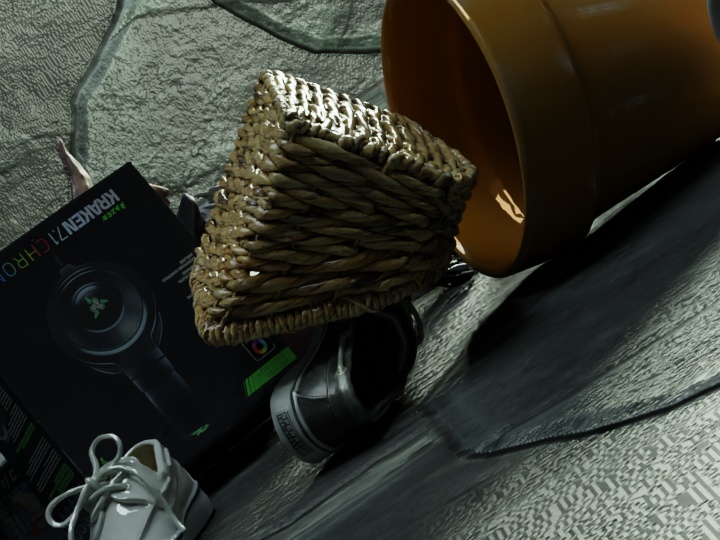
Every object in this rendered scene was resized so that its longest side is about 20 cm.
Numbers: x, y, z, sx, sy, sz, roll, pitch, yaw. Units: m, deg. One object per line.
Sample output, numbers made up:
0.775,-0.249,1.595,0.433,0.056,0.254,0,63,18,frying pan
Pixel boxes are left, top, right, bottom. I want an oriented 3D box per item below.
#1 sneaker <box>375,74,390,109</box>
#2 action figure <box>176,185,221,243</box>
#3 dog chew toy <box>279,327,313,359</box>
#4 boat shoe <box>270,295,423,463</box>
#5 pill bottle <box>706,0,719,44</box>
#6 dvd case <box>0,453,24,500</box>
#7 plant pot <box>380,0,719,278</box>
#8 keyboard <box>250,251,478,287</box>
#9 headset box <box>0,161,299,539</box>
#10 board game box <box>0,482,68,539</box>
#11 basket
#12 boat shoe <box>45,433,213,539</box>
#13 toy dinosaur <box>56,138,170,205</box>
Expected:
0.097,-0.172,1.710,0.200,0.089,0.075,-44,-6,-5,sneaker
-0.023,-0.049,1.706,0.199,0.070,0.130,-19,35,-32,action figure
-0.056,-0.025,1.824,0.124,0.124,0.201,-26,36,45,dog chew toy
0.007,0.048,1.505,0.063,0.071,0.200,-30,16,27,boat shoe
0.317,-0.190,1.513,0.199,0.109,0.109,-36,8,-17,pill bottle
-0.289,0.155,1.685,0.150,0.025,0.200,-16,17,44,dvd case
0.137,-0.119,1.596,0.182,0.202,0.200,-20,3,-19,plant pot
0.000,0.000,1.707,0.199,0.021,0.127,-17,26,-34,keyboard
-0.161,0.064,1.631,0.174,0.200,0.093,-37,-8,-29,headset box
-0.167,0.120,1.786,0.199,0.062,0.200,-31,7,4,board game box
-0.016,-0.022,1.525,0.200,0.142,0.150,-120,50,-76,basket
-0.138,0.139,1.452,0.074,0.086,0.202,-31,8,14,boat shoe
-0.196,0.013,1.805,0.085,0.201,0.135,15,40,38,toy dinosaur
